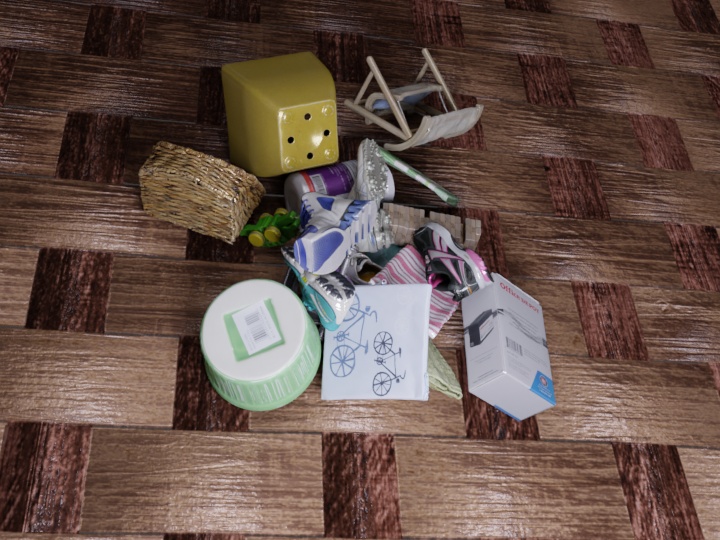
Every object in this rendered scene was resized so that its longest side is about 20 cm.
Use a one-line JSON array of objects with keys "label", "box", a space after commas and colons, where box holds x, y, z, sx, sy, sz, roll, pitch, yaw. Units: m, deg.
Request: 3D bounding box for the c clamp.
[{"label": "c clamp", "box": [-0.057, 0.020, 1.520, 0.168, 0.027, 0.205, 11, 82, 28]}]

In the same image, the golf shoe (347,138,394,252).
[{"label": "golf shoe", "box": [0.000, -0.133, 1.602, 0.078, 0.095, 0.205, 9, 76, -57]}]

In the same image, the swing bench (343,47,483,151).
[{"label": "swing bench", "box": [0.110, -0.334, 1.828, 0.197, 0.131, 0.201, -19, 61, -45]}]

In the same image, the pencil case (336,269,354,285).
[{"label": "pencil case", "box": [-0.010, 0.089, 1.534, 0.083, 0.086, 0.201, -26, 62, -27]}]

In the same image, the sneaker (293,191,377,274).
[{"label": "sneaker", "box": [-0.066, -0.069, 1.470, 0.113, 0.082, 0.199, 17, 34, 25]}]

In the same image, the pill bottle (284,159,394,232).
[{"label": "pill bottle", "box": [-0.039, -0.144, 1.686, 0.196, 0.113, 0.114, -14, 57, -23]}]

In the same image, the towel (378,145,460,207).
[{"label": "towel", "box": [0.102, -0.187, 1.751, 0.198, 0.024, 0.152, 36, 9, 14]}]

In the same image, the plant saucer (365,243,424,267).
[{"label": "plant saucer", "box": [0.108, -0.030, 1.682, 0.195, 0.036, 0.203, 6, 53, -8]}]

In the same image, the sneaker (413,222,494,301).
[{"label": "sneaker", "box": [0.139, -0.014, 1.547, 0.086, 0.081, 0.200, -36, 33, -10]}]

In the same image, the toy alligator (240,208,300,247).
[{"label": "toy alligator", "box": [-0.137, -0.074, 1.603, 0.055, 0.197, 0.060, 52, 44, -29]}]

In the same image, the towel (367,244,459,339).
[{"label": "towel", "box": [0.102, 0.030, 1.546, 0.145, 0.030, 0.200, 38, 28, 6]}]

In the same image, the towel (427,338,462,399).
[{"label": "towel", "box": [0.092, 0.124, 1.496, 0.036, 0.148, 0.201, -42, 49, 12]}]

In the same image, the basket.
[{"label": "basket", "box": [-0.284, -0.170, 1.619, 0.196, 0.144, 0.150, 19, 50, 11]}]

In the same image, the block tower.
[{"label": "block tower", "box": [0.123, -0.074, 1.661, 0.195, 0.058, 0.055, 9, 50, -5]}]

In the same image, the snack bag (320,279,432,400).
[{"label": "snack bag", "box": [0.026, 0.111, 1.426, 0.196, 0.021, 0.193, -4, 74, 29]}]

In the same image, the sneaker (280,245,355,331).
[{"label": "sneaker", "box": [-0.081, 0.022, 1.463, 0.076, 0.081, 0.200, 0, 32, -32]}]

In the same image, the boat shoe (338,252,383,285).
[{"label": "boat shoe", "box": [0.000, 0.000, 1.606, 0.198, 0.071, 0.071, 34, 55, 22]}]

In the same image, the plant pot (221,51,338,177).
[{"label": "plant pot", "box": [-0.132, -0.279, 1.667, 0.190, 0.200, 0.200, -14, 28, -22]}]

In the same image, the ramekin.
[{"label": "ramekin", "box": [-0.164, 0.113, 1.438, 0.195, 0.098, 0.204, -2, 63, 3]}]

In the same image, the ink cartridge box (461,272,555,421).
[{"label": "ink cartridge box", "box": [0.249, 0.130, 1.525, 0.144, 0.083, 0.203, 31, 43, -34]}]
